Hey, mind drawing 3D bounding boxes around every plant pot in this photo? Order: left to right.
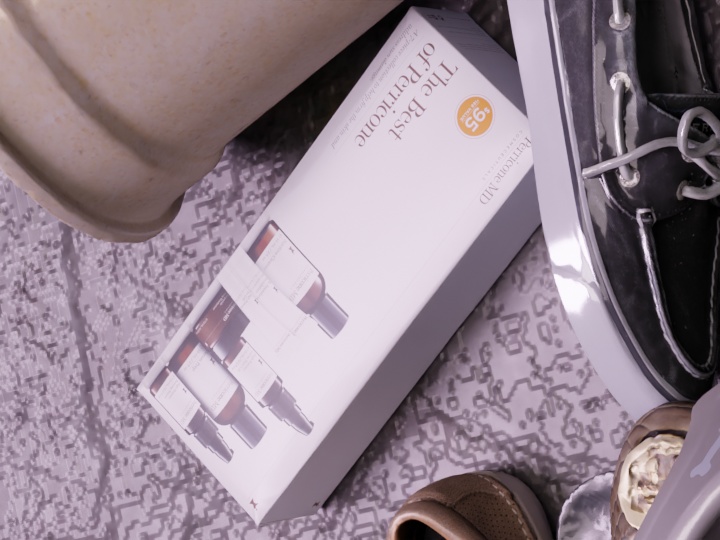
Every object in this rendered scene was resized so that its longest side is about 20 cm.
[{"bbox_3d":[-0.056,-0.140,0.868,0.183,0.200,0.201,-28,78,19],"label":"plant pot"}]

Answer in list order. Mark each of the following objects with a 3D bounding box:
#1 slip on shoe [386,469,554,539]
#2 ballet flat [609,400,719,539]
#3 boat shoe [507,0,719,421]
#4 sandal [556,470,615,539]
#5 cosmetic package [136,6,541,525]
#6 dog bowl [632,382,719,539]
[{"bbox_3d":[0.065,0.173,0.874,0.076,0.060,0.201,-23,80,28],"label":"slip on shoe"},{"bbox_3d":[0.116,0.147,0.815,0.067,0.046,0.201,3,100,37],"label":"ballet flat"},{"bbox_3d":[0.108,-0.045,0.835,0.068,0.073,0.201,-15,80,37],"label":"boat shoe"},{"bbox_3d":[0.157,0.090,0.825,0.200,0.048,0.076,-20,82,29],"label":"sandal"},{"bbox_3d":[0.000,0.000,0.912,0.083,0.051,0.200,44,112,20],"label":"cosmetic package"},{"bbox_3d":[0.175,0.124,0.761,0.199,0.059,0.202,0,96,2],"label":"dog bowl"}]
